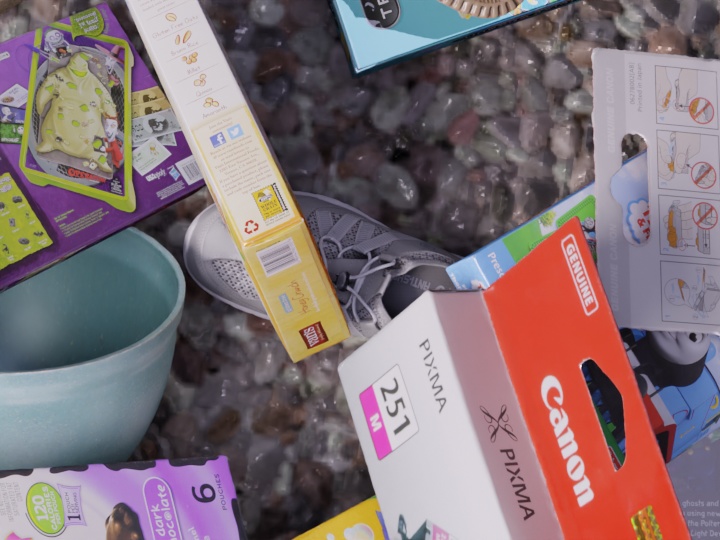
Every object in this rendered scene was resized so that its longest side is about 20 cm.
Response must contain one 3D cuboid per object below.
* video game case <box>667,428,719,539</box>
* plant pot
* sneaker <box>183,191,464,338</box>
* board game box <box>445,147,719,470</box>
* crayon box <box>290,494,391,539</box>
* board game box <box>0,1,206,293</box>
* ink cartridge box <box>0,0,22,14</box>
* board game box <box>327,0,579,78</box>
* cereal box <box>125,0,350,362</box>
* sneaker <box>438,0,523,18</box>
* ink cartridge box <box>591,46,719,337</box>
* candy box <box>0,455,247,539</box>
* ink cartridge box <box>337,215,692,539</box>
[{"bbox_3d":[0.255,0.150,1.402,0.198,0.023,0.183,1,90,-1],"label":"video game case"},{"bbox_3d":[-0.196,0.064,1.314,0.199,0.201,0.135,4,117,-2],"label":"plant pot"},{"bbox_3d":[0.000,0.000,1.361,0.198,0.082,0.075,12,89,-2],"label":"sneaker"},{"bbox_3d":[0.164,0.016,1.351,0.199,0.037,0.152,-31,90,-29],"label":"board game box"},{"bbox_3d":[0.022,0.187,1.315,0.199,0.052,0.126,-25,74,-33],"label":"crayon box"},{"bbox_3d":[-0.173,-0.064,1.311,0.032,0.200,0.121,-28,91,40],"label":"board game box"},{"bbox_3d":[-0.162,-0.213,1.314,0.199,0.165,0.075,-33,90,-3],"label":"ink cartridge box"},{"bbox_3d":[0.066,-0.213,1.382,0.199,0.047,0.152,-19,91,-2],"label":"board game box"},{"bbox_3d":[-0.069,-0.067,1.292,0.039,0.144,0.201,-24,64,-1],"label":"cereal box"},{"bbox_3d":[-0.005,-0.207,1.285,0.199,0.109,0.070,32,101,-26],"label":"sneaker"},{"bbox_3d":[0.216,-0.033,1.351,0.198,0.050,0.162,3,74,-11],"label":"ink cartridge box"},{"bbox_3d":[-0.141,0.185,1.199,0.199,0.071,0.169,0,68,-43],"label":"candy box"},{"bbox_3d":[0.075,0.099,1.247,0.043,0.174,0.201,-1,63,-36],"label":"ink cartridge box"}]
